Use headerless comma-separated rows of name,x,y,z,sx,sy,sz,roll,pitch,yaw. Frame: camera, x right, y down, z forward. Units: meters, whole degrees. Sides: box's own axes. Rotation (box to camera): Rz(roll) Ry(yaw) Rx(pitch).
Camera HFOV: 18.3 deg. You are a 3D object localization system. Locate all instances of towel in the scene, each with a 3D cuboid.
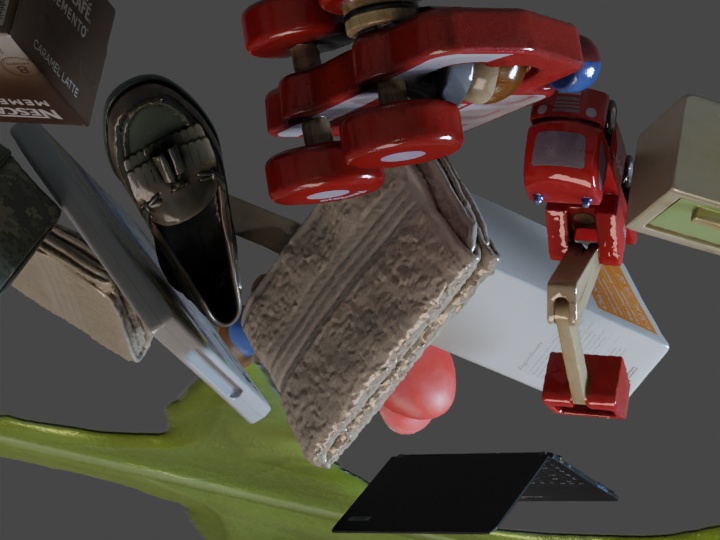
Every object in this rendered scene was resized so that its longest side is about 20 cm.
towel,0.001,0.012,1.389,0.034,0.133,0.200,12,126,-38
towel,-0.223,0.002,1.689,0.132,0.034,0.200,33,164,9

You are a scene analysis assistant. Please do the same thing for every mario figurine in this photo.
mario figurine,-0.011,0.075,1.654,0.200,0.124,0.106,20,175,40

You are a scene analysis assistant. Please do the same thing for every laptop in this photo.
laptop,0.108,0.223,2.054,0.177,0.103,0.200,-4,155,36

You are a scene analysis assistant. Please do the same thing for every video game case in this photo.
video game case,-0.150,0.002,1.532,0.200,0.022,0.182,52,180,30

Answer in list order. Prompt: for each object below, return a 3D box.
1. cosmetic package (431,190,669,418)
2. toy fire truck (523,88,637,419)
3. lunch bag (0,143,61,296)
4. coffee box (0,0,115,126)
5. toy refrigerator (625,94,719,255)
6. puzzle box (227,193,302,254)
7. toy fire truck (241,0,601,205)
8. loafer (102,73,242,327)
cosmetic package,0.098,0.014,1.483,0.200,0.101,0.071,23,117,-30
toy fire truck,0.133,-0.006,1.361,0.049,0.141,0.200,4,154,18
lunch bag,-0.307,-0.031,1.407,0.139,0.200,0.168,-32,105,30
coffee box,-0.259,-0.146,1.298,0.200,0.080,0.114,4,159,19
toy refrigerator,0.266,-0.035,1.332,0.200,0.070,0.076,16,160,-12
puzzle box,0.000,0.000,1.561,0.200,0.025,0.133,24,180,-32
toy fire truck,0.039,-0.109,1.236,0.168,0.112,0.200,-5,171,-32
loafer,-0.111,-0.042,1.451,0.072,0.063,0.200,-26,140,-7
